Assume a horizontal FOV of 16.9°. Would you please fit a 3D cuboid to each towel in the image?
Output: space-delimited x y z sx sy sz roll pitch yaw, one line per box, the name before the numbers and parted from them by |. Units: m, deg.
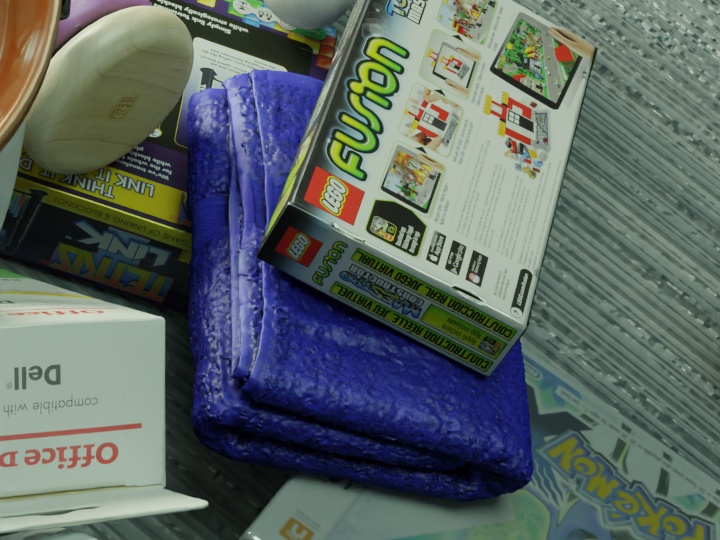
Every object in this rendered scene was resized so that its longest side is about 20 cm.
towel | 0.000 0.000 1.019 0.148 0.050 0.200 10 45 -15

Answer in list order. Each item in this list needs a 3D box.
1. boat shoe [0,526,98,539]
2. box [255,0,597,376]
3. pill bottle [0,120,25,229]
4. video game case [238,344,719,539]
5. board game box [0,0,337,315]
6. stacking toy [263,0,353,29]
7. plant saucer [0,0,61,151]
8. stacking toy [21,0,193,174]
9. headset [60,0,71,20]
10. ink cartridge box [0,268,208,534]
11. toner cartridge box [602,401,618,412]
boat shoe | -0.157 0.123 0.826 0.199 0.074 0.068 8 15 30
box | 0.033 -0.054 1.034 0.110 0.035 0.200 27 41 -7
pill bottle | -0.240 -0.060 0.956 0.200 0.111 0.111 13 44 3
video game case | 0.073 0.117 0.997 0.200 0.022 0.182 35 44 5
board game box | -0.117 -0.072 1.104 0.200 0.057 0.165 19 47 -12
stacking toy | -0.030 -0.188 1.183 0.146 0.146 0.200 9 44 -22
plant saucer | -0.211 -0.105 0.893 0.200 0.032 0.200 2 78 -8
stacking toy | -0.164 -0.134 1.044 0.085 0.085 0.200 -25 62 -41
headset | -0.216 -0.138 0.977 0.200 0.094 0.124 -4 5 7
ink cartridge box | -0.147 0.044 0.889 0.117 0.067 0.200 -3 9 -31
toner cartridge box | 0.042 0.118 1.028 0.095 0.043 0.200 27 43 -5
